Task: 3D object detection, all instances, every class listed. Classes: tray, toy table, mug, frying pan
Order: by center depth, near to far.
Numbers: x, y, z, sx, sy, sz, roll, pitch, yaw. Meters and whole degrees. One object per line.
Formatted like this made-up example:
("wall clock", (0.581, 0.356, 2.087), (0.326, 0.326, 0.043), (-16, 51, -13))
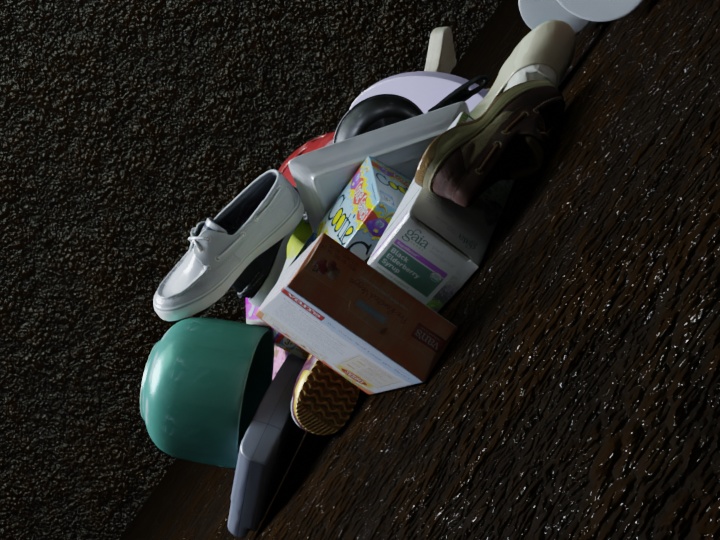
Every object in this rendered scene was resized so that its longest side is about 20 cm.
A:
("mug", (-0.162, 0.127, 1.289), (0.185, 0.114, 0.152), (47, -128, -82))
("tray", (0.032, -0.102, 1.299), (0.200, 0.107, 0.022), (-18, 35, 2))
("frying pan", (0.062, -0.142, 1.328), (0.031, 0.190, 0.115), (-130, 31, -61))
("toy table", (0.096, -0.190, 1.467), (0.117, 0.200, 0.184), (-45, -39, -52))

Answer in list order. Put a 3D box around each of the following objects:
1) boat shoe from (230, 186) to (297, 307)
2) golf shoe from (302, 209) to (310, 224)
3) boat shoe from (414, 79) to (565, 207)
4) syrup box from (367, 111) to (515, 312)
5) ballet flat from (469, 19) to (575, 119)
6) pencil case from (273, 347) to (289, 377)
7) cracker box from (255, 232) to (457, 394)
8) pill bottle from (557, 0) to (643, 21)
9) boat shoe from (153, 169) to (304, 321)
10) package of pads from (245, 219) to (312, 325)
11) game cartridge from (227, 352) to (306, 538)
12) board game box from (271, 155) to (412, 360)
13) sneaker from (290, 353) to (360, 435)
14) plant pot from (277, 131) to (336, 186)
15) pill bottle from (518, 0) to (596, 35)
("boat shoe", (-0.113, -0.044, 1.395), (0.076, 0.060, 0.200), (-47, 19, 32))
("golf shoe", (0.028, -0.091, 1.393), (0.200, 0.095, 0.078), (-28, 37, 2))
("boat shoe", (0.134, -0.110, 1.090), (0.200, 0.072, 0.072), (-31, -31, -43))
("syrup box", (0.082, -0.057, 1.134), (0.081, 0.079, 0.200), (-51, 7, 40))
("ballet flat", (0.167, -0.177, 1.295), (0.200, 0.069, 0.069), (-54, 5, 41))
("pencil case", (-0.064, 0.105, 1.468), (0.083, 0.087, 0.200), (-25, -1, -12))
("cracker box", (-0.010, 0.043, 1.036), (0.058, 0.134, 0.200), (-56, 5, -13))
("pill bottle", (0.244, -0.322, 1.147), (0.114, 0.114, 0.200), (-51, 6, 43))
("boat shoe", (-0.147, -0.030, 1.289), (0.200, 0.069, 0.072), (-38, 42, -8))
("package of pads", (-0.073, -0.014, 1.504), (0.200, 0.068, 0.155), (-11, 78, 53))
("game cartridge", (-0.087, 0.169, 1.279), (0.200, 0.041, 0.133), (-62, -8, -54))
("board game box", (0.000, 0.000, 1.280), (0.200, 0.105, 0.103), (-54, 22, 22))
("sneaker", (-0.009, 0.069, 1.203), (0.200, 0.075, 0.090), (-55, 10, -8))
("plant pot", (-0.013, -0.097, 1.651), (0.201, 0.200, 0.182), (-56, 9, -12))
("pill bottle", (0.232, -0.329, 1.333), (0.111, 0.111, 0.200), (-51, 6, 37))
